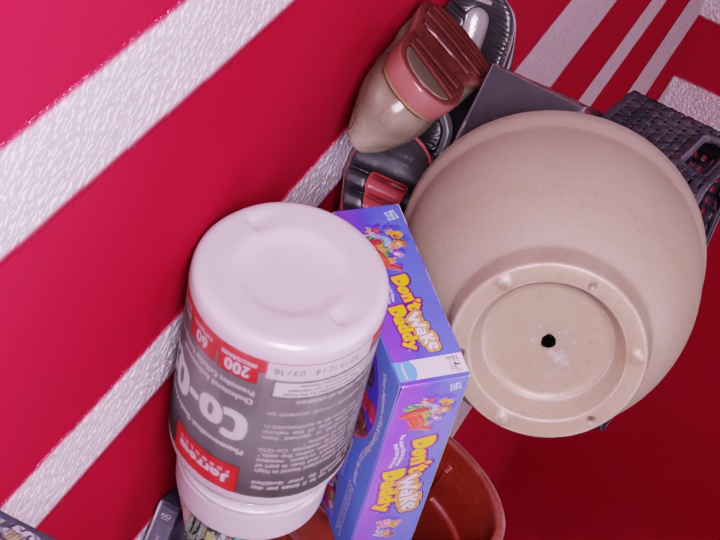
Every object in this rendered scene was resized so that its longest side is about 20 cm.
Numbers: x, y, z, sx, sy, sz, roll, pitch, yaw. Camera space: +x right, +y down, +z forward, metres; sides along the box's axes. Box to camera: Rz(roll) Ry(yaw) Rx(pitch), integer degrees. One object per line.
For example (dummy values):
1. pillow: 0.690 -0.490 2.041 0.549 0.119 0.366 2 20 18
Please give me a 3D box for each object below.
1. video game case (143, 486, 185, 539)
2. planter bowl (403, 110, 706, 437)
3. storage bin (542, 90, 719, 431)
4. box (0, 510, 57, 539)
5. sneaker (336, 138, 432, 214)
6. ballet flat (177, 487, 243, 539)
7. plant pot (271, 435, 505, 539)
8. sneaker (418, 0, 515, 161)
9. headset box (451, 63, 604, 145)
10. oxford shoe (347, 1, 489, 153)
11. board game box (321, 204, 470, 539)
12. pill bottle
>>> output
1. video game case: -0.142 0.231 1.317 0.201 0.019 0.143 -66 169 15
2. planter bowl: 0.118 0.019 1.156 0.135 0.199 0.201 -78 -173 -63
3. storage bin: 0.179 -0.008 1.301 0.135 0.093 0.201 -37 150 -56
4. box: -0.147 0.174 0.798 0.051 0.157 0.200 -66 168 12
5. sneaker: 0.000 0.000 1.322 0.201 0.074 0.087 -63 172 1
6. ballet flat: -0.085 0.141 1.246 0.075 0.074 0.200 -68 171 20
7. plant pot: -0.017 0.232 1.497 0.196 0.200 0.201 -61 172 27
8. sneaker: 0.075 -0.110 1.413 0.201 0.075 0.115 -68 167 7
9. headset box: 0.109 -0.057 1.312 0.149 0.077 0.200 -65 165 7
10. oxford shoe: 0.035 -0.129 1.264 0.075 0.071 0.200 -40 180 23
11. board game box: 0.006 0.075 1.180 0.200 0.045 0.135 105 -29 -49
12. pill bottle: -0.054 0.066 1.106 0.114 0.114 0.200 -54 165 -41
